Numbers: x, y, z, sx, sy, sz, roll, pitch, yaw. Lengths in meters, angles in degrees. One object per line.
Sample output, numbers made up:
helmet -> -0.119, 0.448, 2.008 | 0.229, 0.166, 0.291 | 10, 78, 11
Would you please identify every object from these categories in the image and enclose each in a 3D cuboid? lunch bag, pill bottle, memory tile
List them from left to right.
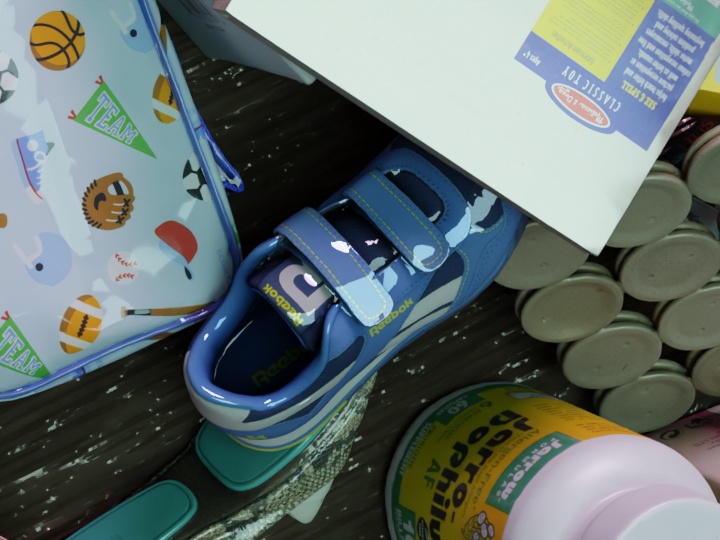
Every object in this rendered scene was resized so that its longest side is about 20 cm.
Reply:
lunch bag -> -0.141, -0.048, 1.243 | 0.160, 0.076, 0.200 | -25, 107, -20
pill bottle -> 0.098, 0.123, 1.304 | 0.113, 0.200, 0.113 | -4, 101, -22
memory tile -> 0.153, 0.006, 1.333 | 0.153, 0.017, 0.200 | -24, 142, 12

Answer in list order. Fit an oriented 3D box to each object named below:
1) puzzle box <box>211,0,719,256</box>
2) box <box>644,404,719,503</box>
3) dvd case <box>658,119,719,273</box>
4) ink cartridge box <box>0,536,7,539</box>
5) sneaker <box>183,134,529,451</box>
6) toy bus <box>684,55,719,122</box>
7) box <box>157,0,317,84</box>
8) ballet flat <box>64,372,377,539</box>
puzzle box -> 0.053, -0.112, 1.194 | 0.200, 0.025, 0.133 | 33, 86, -19
box -> 0.231, 0.143, 1.364 | 0.109, 0.200, 0.128 | -18, 105, -20
dvd case -> 0.217, -0.054, 1.387 | 0.200, 0.022, 0.146 | -47, 138, -7
ink cartridge box -> -0.129, 0.205, 1.265 | 0.200, 0.067, 0.116 | 32, 124, -25
sneaker -> 0.000, 0.000, 1.236 | 0.074, 0.082, 0.200 | 44, 98, 21
toy bus -> 0.124, -0.112, 1.267 | 0.200, 0.065, 0.078 | 8, 88, -9
box -> -0.007, -0.190, 1.247 | 0.200, 0.124, 0.097 | -46, 113, -9
ballet flat -> -0.064, 0.110, 1.315 | 0.200, 0.068, 0.075 | -40, 134, -6
